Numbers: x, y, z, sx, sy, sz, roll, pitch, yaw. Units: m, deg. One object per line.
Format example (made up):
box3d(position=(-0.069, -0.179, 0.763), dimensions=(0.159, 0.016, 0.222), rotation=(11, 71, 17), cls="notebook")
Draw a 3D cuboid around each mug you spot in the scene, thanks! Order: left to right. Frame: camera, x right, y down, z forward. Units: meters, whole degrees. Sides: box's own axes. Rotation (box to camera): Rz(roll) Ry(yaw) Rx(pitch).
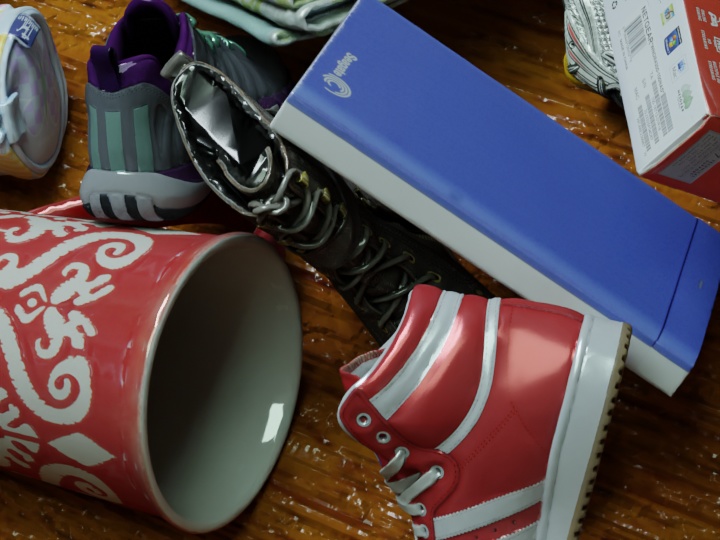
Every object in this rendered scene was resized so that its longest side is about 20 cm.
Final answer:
box3d(position=(-0.134, 0.031, 1.308), dimensions=(0.199, 0.177, 0.134), rotation=(10, 106, 28), cls="mug")

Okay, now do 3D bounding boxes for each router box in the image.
box3d(position=(0.187, -0.111, 1.247), dimensions=(0.049, 0.179, 0.201), rotation=(-42, 44, 41), cls="router box")

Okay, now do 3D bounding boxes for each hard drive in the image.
box3d(position=(0.065, -0.036, 1.223), dimensions=(0.199, 0.025, 0.132), rotation=(34, 27, -2), cls="hard drive")

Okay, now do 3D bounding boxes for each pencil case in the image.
box3d(position=(-0.245, -0.082, 1.418), dimensions=(0.199, 0.083, 0.091), rotation=(-1, 40, 18), cls="pencil case")

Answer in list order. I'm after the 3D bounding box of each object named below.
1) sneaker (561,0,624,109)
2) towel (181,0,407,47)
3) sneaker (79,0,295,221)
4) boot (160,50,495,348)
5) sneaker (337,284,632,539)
box3d(position=(0.144, -0.097, 1.319), dimensions=(0.082, 0.078, 0.200), rotation=(-44, 56, 21), cls="sneaker")
box3d(position=(-0.007, -0.176, 1.375), dimensions=(0.171, 0.048, 0.200), rotation=(-28, 29, -16), cls="towel")
box3d(position=(-0.076, -0.094, 1.317), dimensions=(0.074, 0.088, 0.200), rotation=(1, 22, 13), cls="sneaker")
box3d(position=(0.000, 0.000, 1.227), dimensions=(0.069, 0.174, 0.200), rotation=(-46, 53, 5), cls="boot")
box3d(position=(0.033, 0.103, 1.166), dimensions=(0.112, 0.071, 0.201), rotation=(16, 100, 3), cls="sneaker")
